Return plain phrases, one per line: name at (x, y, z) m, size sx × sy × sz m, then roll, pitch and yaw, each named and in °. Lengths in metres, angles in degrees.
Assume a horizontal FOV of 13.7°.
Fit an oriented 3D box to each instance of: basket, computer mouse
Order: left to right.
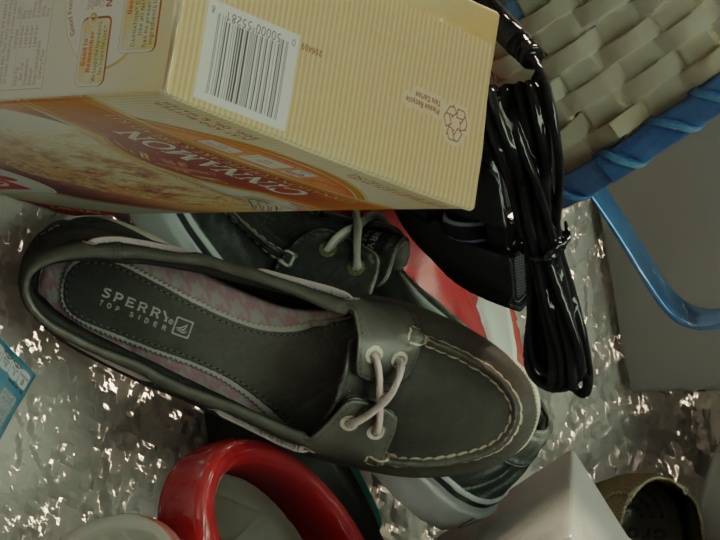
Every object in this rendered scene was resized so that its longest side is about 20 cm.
computer mouse at (0.036, -0.049, 1.110) m, size 0.046 × 0.200 × 0.141 m, roll -13°, pitch 119°, yaw -7°
basket at (0.151, -0.086, 1.242) m, size 0.200 × 0.176 × 0.139 m, roll 54°, pitch 30°, yaw -9°

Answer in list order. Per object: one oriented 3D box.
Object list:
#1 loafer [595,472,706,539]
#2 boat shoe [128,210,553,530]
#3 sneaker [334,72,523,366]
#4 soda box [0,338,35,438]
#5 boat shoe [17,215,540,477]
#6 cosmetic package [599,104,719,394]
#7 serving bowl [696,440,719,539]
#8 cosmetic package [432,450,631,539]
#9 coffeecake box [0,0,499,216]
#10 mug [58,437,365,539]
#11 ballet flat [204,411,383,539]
loafer at (0.124, 0.178, 1.315) m, size 0.076 × 0.067 × 0.201 m, roll -1°, pitch 64°, yaw -11°
boat shoe at (-0.005, 0.008, 1.151) m, size 0.200 × 0.071 × 0.072 m, roll 43°, pitch 29°, yaw -4°
sneaker at (0.000, 0.000, 1.224) m, size 0.115 × 0.078 × 0.201 m, roll 7°, pitch 72°, yaw -40°
soda box at (-0.197, 0.000, 0.986) m, size 0.200 × 0.068 × 0.064 m, roll 50°, pitch 54°, yaw -37°
boat shoe at (-0.033, 0.033, 1.092) m, size 0.057 × 0.199 × 0.067 m, roll -44°, pitch 152°, yaw -79°
cosmetic package at (0.169, -0.049, 1.379) m, size 0.085 × 0.107 × 0.201 m, roll -26°, pitch 110°, yaw -48°
serving bowl at (0.199, 0.138, 1.425) m, size 0.200 × 0.066 × 0.201 m, roll -22°, pitch 115°, yaw -61°
cosmetic package at (0.078, 0.147, 1.135) m, size 0.113 × 0.081 × 0.200 m, roll 57°, pitch 5°, yaw 0°
coffeecake box at (-0.079, -0.070, 1.024) m, size 0.153 × 0.199 × 0.073 m, roll 18°, pitch 77°, yaw -47°
mug at (-0.025, 0.173, 1.098) m, size 0.200 × 0.133 × 0.178 m, roll 34°, pitch 86°, yaw -33°
ballet flat at (-0.016, 0.120, 1.198) m, size 0.068 × 0.068 × 0.200 m, roll -51°, pitch 125°, yaw -25°
